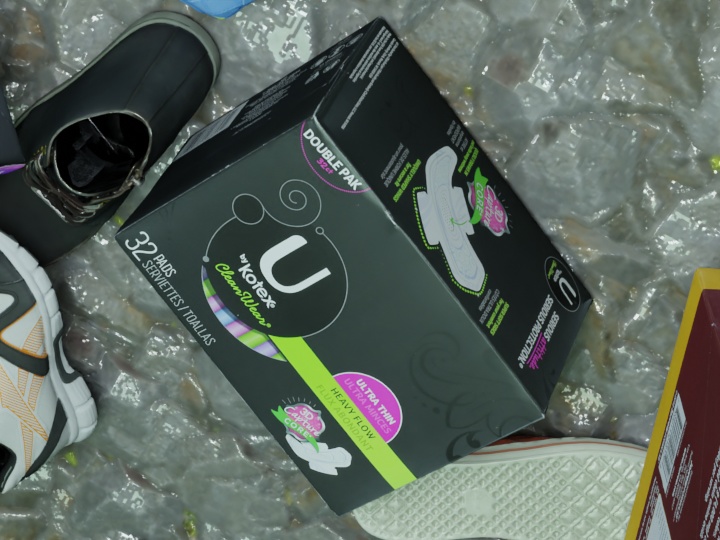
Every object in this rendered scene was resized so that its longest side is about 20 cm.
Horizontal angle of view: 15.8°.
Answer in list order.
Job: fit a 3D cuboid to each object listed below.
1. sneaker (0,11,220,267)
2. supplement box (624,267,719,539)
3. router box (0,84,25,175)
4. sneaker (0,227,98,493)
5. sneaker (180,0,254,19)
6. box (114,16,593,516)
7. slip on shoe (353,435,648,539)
[{"bbox_3d":[-0.163,-0.052,1.408,0.075,0.106,0.200,39,124,-7],"label":"sneaker"},{"bbox_3d":[0.229,0.138,1.315,0.133,0.200,0.198,5,124,-8],"label":"supplement box"},{"bbox_3d":[-0.278,-0.127,1.391,0.149,0.051,0.200,-17,90,28],"label":"router box"},{"bbox_3d":[-0.210,0.048,1.469,0.074,0.080,0.200,21,144,37],"label":"sneaker"},{"bbox_3d":[-0.108,-0.203,1.317,0.105,0.076,0.200,-33,106,33],"label":"sneaker"},{"bbox_3d":[0.000,0.000,1.375,0.148,0.124,0.200,-29,106,31],"label":"box"},{"bbox_3d":[0.094,0.121,1.459,0.200,0.061,0.074,2,109,3],"label":"slip on shoe"}]
